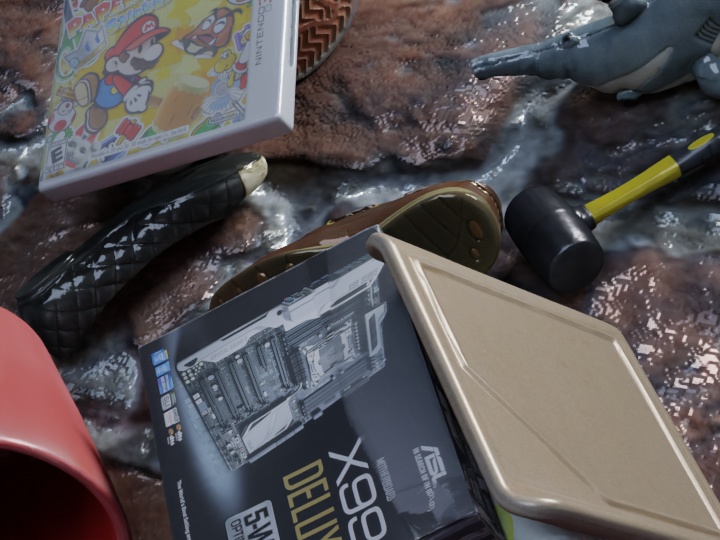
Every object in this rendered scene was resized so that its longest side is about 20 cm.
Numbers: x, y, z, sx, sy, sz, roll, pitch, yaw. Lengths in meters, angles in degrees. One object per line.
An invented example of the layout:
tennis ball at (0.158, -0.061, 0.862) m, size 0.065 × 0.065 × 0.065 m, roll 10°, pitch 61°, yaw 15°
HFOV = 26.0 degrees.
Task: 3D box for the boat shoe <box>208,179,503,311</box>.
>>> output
boat shoe at (0.000, -0.001, 0.962) m, size 0.199 × 0.072 × 0.068 m, roll -23°, pitch 14°, yaw 21°

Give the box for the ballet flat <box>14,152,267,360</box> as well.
ballet flat at (-0.145, -0.016, 1.067) m, size 0.199 × 0.057 × 0.066 m, roll -36°, pitch 19°, yaw -8°

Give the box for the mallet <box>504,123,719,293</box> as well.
mallet at (0.184, -0.052, 0.920) m, size 0.199 × 0.041 × 0.066 m, roll -25°, pitch 44°, yaw 3°

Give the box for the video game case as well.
video game case at (-0.132, -0.152, 1.087) m, size 0.198 × 0.023 × 0.183 m, roll -14°, pitch 58°, yaw 26°

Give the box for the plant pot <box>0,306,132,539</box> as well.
plant pot at (-0.243, 0.120, 0.916) m, size 0.199 × 0.201 × 0.178 m, roll -30°, pitch 37°, yaw 4°

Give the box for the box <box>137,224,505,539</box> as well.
box at (-0.026, 0.091, 0.817) m, size 0.157 × 0.050 × 0.201 m, roll -27°, pitch 47°, yaw 10°

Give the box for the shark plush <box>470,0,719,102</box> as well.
shark plush at (0.168, -0.159, 0.976) m, size 0.198 × 0.083 × 0.091 m, roll -2°, pitch 55°, yaw 27°

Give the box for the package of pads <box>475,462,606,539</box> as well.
package of pads at (0.040, 0.115, 0.842) m, size 0.154 × 0.068 × 0.201 m, roll -29°, pitch 48°, yaw 6°

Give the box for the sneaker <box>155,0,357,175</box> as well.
sneaker at (-0.096, -0.159, 1.125) m, size 0.199 × 0.071 × 0.080 m, roll -38°, pitch 51°, yaw -2°

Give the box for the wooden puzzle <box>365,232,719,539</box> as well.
wooden puzzle at (0.099, 0.072, 0.780) m, size 0.037 × 0.184 × 0.201 m, roll -52°, pitch 41°, yaw 21°
